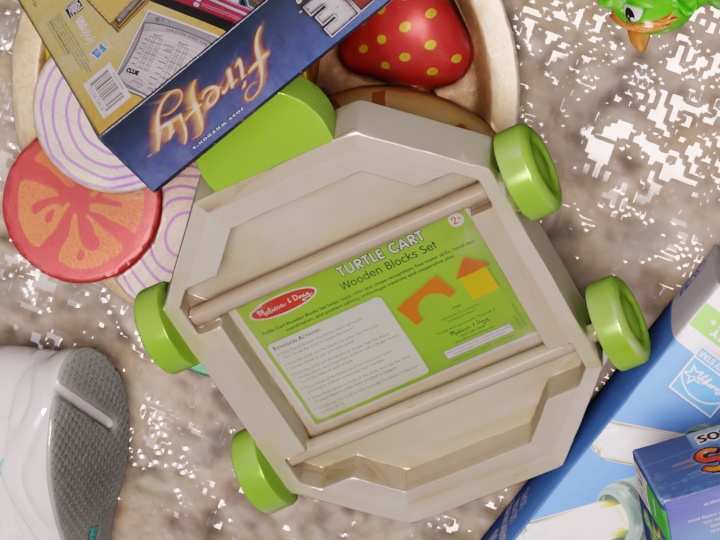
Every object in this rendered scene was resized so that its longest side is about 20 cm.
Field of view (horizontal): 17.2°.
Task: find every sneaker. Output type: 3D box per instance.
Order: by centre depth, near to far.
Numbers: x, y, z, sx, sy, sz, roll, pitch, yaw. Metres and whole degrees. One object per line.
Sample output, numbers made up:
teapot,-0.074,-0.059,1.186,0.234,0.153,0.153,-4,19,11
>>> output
sneaker,-0.135,0.123,0.930,0.080,0.070,0.201,6,101,24

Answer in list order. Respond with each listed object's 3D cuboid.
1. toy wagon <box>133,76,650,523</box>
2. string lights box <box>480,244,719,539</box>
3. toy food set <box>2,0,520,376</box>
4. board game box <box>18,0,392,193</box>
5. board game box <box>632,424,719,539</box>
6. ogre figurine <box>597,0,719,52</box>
toy wagon,0.000,0.000,0.821,0.155,0.040,0.200,-23,118,18
string lights box,0.109,0.103,0.877,0.103,0.059,0.200,36,106,-3
toy food set,-0.040,-0.060,0.876,0.197,0.049,0.201,-5,102,11
board game box,-0.061,-0.133,0.792,0.135,0.200,0.035,-38,137,5
board game box,0.201,0.097,0.822,0.199,0.034,0.136,-15,120,-5
ogre figurine,0.113,-0.138,0.771,0.098,0.200,0.120,-36,117,-23
